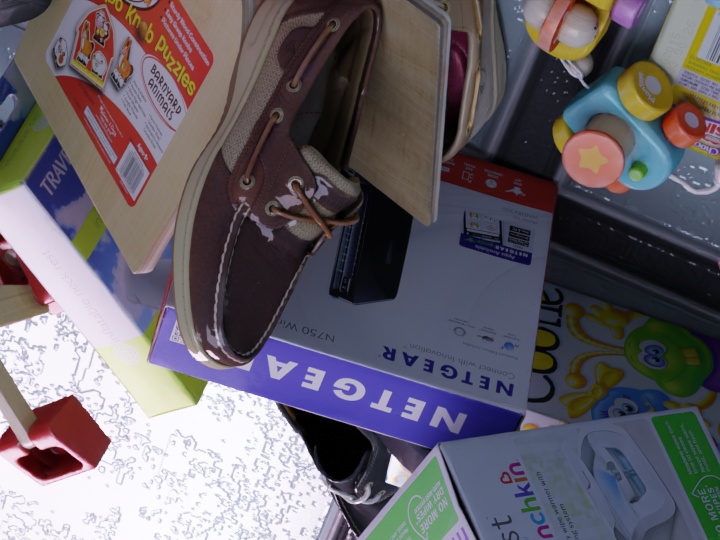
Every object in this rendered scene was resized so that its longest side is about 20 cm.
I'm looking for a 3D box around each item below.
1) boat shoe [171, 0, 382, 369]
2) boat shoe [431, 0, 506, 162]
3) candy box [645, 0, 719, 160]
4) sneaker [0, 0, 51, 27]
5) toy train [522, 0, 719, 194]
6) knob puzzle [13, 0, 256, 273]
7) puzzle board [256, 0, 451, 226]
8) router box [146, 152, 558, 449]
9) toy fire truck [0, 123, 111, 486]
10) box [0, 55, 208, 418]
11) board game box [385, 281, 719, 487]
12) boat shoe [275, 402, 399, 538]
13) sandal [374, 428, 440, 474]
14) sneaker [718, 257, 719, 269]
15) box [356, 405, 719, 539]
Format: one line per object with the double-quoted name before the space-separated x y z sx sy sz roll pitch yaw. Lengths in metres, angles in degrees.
"boat shoe" -0.035 -0.046 1.373 0.072 0.201 0.072 9 167 40
"boat shoe" 0.034 -0.143 1.439 0.073 0.069 0.201 2 131 22
"candy box" 0.246 -0.081 1.437 0.199 0.026 0.102 23 139 3
"sneaker" -0.253 -0.156 1.562 0.199 0.076 0.091 6 143 28
"toy train" 0.148 -0.107 1.399 0.150 0.056 0.201 10 130 29
"knob puzzle" -0.104 -0.131 1.464 0.030 0.220 0.220 1 151 -39
"puzzle board" -0.026 -0.131 1.452 0.200 0.017 0.151 39 149 28
"router box" 0.000 0.000 1.489 0.199 0.180 0.049 17 135 -6
"toy fire truck" -0.212 0.014 1.642 0.049 0.141 0.200 -20 121 36
"box" -0.144 -0.028 1.586 0.048 0.122 0.200 -15 124 34
"board game box" 0.129 0.088 1.590 0.199 0.105 0.103 18 136 6
"boat shoe" -0.008 0.115 1.704 0.072 0.068 0.200 -2 132 22
"sandal" -0.001 0.044 1.514 0.200 0.076 0.043 57 143 30
"sneaker" 0.270 0.042 1.496 0.200 0.090 0.075 39 134 -14
"box" 0.085 0.173 1.478 0.176 0.097 0.200 -6 149 -32
